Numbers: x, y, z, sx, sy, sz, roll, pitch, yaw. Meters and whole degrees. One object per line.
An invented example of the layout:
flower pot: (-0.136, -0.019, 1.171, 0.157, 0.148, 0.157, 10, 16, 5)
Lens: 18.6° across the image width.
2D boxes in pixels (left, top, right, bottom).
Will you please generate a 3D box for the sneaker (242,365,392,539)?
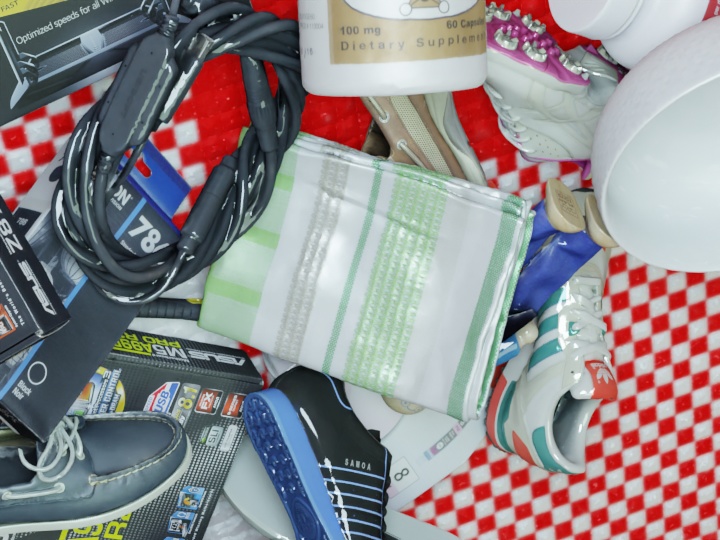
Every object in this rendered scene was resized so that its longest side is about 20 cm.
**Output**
sneaker: (-0.007, 0.158, 1.462, 0.077, 0.070, 0.202, -24, 99, -30)

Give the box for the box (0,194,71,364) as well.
box: (-0.282, -0.018, 1.260, 0.160, 0.049, 0.201, -28, 93, 20)

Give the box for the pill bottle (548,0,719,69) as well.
pill bottle: (0.227, -0.177, 1.443, 0.198, 0.112, 0.113, 11, 113, -29)

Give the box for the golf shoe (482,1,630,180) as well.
golf shoe: (0.116, -0.112, 1.447, 0.199, 0.076, 0.092, 18, 119, -40)

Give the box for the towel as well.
towel: (0.000, 0.000, 1.405, 0.198, 0.031, 0.151, 17, 101, 13)

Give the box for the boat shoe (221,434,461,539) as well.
boat shoe: (-0.014, 0.185, 1.533, 0.071, 0.199, 0.064, -57, 174, -28)

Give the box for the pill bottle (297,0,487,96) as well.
pill bottle: (0.016, -0.208, 1.308, 0.113, 0.114, 0.202, -6, 99, -21)

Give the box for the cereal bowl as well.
cereal bowl: (0.237, -0.093, 1.390, 0.198, 0.084, 0.201, -8, 141, -7)

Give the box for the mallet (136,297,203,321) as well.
mallet: (-0.177, 0.025, 1.405, 0.198, 0.066, 0.042, 6, 106, -27)

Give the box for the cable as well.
cable: (-0.106, -0.071, 1.338, 0.163, 0.051, 0.201, 7, 111, -55)

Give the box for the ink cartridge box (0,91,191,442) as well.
ink cartridge box: (-0.176, -0.004, 1.357, 0.100, 0.039, 0.201, 47, 66, -36)

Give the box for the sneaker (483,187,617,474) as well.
sneaker: (0.153, 0.047, 1.531, 0.070, 0.093, 0.202, 7, 104, -37)

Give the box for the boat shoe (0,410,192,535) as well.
boat shoe: (-0.205, 0.120, 1.391, 0.198, 0.075, 0.062, -10, 133, -8)

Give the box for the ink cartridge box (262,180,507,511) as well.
ink cartridge box: (0.051, 0.059, 1.538, 0.199, 0.057, 0.163, -34, 125, 2)

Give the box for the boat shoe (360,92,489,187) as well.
boat shoe: (0.034, -0.081, 1.441, 0.071, 0.076, 0.201, -24, 117, -3)

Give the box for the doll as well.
doll: (0.079, 0.022, 1.455, 0.136, 0.049, 0.200, 18, 127, -39)

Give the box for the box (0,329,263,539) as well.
box: (-0.172, 0.136, 1.483, 0.159, 0.044, 0.201, 12, 112, -29)

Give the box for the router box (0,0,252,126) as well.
router box: (-0.181, -0.187, 1.292, 0.199, 0.052, 0.158, -25, 124, -9)
